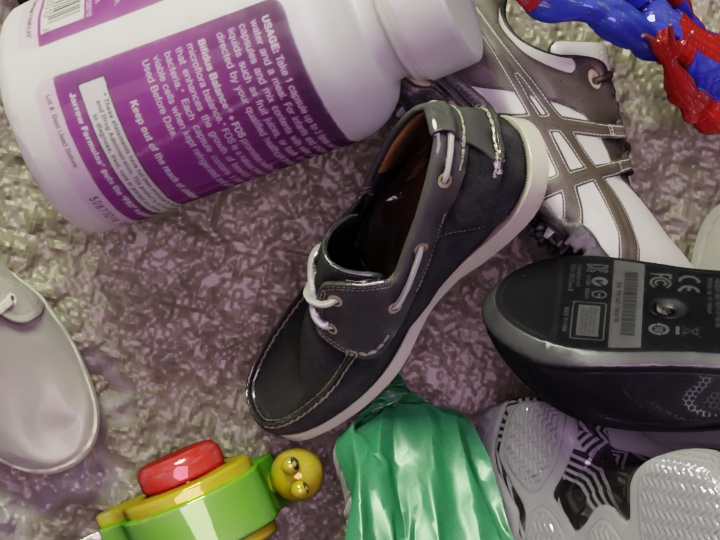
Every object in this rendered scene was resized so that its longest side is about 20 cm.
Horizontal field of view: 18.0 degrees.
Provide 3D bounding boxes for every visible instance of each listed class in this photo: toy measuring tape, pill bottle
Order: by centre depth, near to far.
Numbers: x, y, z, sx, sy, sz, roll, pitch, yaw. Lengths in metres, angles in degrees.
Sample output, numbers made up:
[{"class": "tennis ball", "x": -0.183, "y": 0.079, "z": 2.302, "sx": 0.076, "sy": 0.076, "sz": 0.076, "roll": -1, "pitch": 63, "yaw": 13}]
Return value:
[{"class": "pill bottle", "x": -0.051, "y": -0.098, "z": 1.014, "sx": 0.199, "sy": 0.112, "sz": 0.113, "roll": -19, "pitch": 91, "yaw": 14}, {"class": "toy measuring tape", "x": -0.109, "y": 0.131, "z": 1.054, "sx": 0.199, "sy": 0.074, "sz": 0.074, "roll": -23, "pitch": 91, "yaw": -4}]

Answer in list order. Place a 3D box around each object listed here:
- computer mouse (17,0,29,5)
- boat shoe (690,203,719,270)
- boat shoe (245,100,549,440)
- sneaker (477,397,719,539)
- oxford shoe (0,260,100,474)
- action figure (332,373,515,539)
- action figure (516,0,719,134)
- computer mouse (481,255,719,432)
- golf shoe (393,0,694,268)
[{"class": "computer mouse", "x": -0.219, "y": -0.137, "z": 1.004, "sx": 0.044, "sy": 0.200, "sz": 0.110, "roll": -30, "pitch": 93, "yaw": 42}, {"class": "boat shoe", "x": 0.212, "y": 0.062, "z": 1.080, "sx": 0.060, "sy": 0.074, "sz": 0.201, "roll": -2, "pitch": 71, "yaw": -45}, {"class": "boat shoe", "x": 0.000, "y": 0.000, "z": 1.028, "sx": 0.200, "sy": 0.067, "sz": 0.072, "roll": -50, "pitch": 50, "yaw": 31}, {"class": "sneaker", "x": 0.143, "y": 0.102, "z": 1.034, "sx": 0.114, "sy": 0.200, "sz": 0.076, "roll": 1, "pitch": 96, "yaw": -34}, {"class": "oxford shoe", "x": -0.193, "y": 0.011, "z": 1.056, "sx": 0.075, "sy": 0.058, "sz": 0.200, "roll": -34, "pitch": 94, "yaw": -6}, {"class": "action figure", "x": 0.030, "y": 0.129, "z": 1.031, "sx": 0.117, "sy": 0.055, "sz": 0.201, "roll": -5, "pitch": 55, "yaw": -10}, {"class": "action figure", "x": 0.132, "y": -0.116, "z": 1.051, "sx": 0.200, "sy": 0.066, "sz": 0.052, "roll": 31, "pitch": 132, "yaw": -33}, {"class": "computer mouse", "x": 0.150, "y": 0.042, "z": 0.988, "sx": 0.199, "sy": 0.139, "sz": 0.053, "roll": 7, "pitch": 124, "yaw": 10}, {"class": "golf shoe", "x": 0.103, "y": -0.056, "z": 1.066, "sx": 0.200, "sy": 0.078, "sz": 0.095, "roll": 42, "pitch": 87, "yaw": -4}]
